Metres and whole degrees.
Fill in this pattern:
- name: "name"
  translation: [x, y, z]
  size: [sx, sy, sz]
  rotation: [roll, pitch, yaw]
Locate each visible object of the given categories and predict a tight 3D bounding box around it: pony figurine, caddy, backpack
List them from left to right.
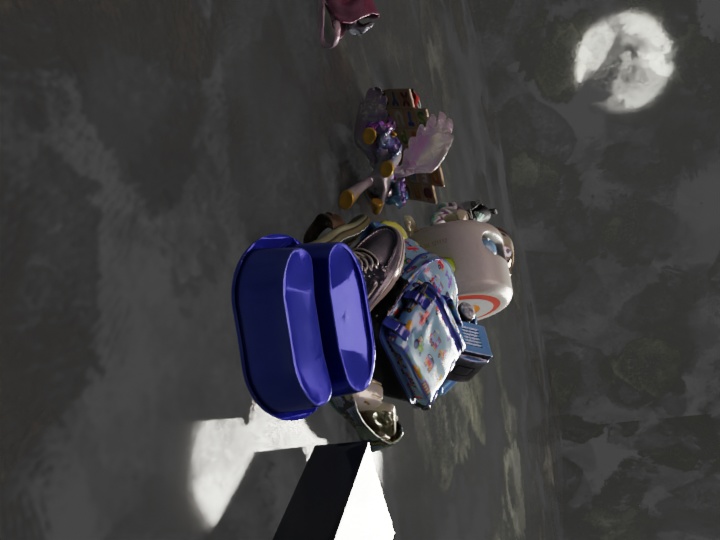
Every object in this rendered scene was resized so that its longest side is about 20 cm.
- name: "caddy"
  translation: [-0.066, 0.059, 0.875]
  size: [0.140, 0.104, 0.205]
  rotation: [-9, 90, -49]
- name: "pony figurine"
  translation: [0.042, -0.177, 1.280]
  size: [0.200, 0.164, 0.196]
  rotation: [-28, 140, -74]
- name: "backpack"
  translation: [0.076, 0.064, 1.155]
  size: [0.201, 0.133, 0.185]
  rotation: [-50, 134, -31]

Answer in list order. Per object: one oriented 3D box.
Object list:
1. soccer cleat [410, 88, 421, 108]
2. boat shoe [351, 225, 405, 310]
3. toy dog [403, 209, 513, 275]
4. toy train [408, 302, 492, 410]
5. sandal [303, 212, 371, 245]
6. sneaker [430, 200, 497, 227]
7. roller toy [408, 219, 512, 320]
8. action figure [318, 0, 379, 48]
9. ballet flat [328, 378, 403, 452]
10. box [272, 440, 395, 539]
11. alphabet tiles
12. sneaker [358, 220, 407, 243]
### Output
- name: "soccer cleat"
  translation: [0.095, -0.273, 1.571]
  size: [0.202, 0.067, 0.086]
  rotation: [-83, 152, -51]
- name: "boat shoe"
  translation: [0.000, 0.000, 1.037]
  size: [0.093, 0.073, 0.202]
  rotation: [84, 30, -55]
- name: "toy dog"
  translation: [0.193, -0.022, 1.536]
  size: [0.141, 0.196, 0.196]
  rotation: [-79, 153, -45]
- name: "toy train"
  translation: [0.122, 0.138, 1.281]
  size: [0.085, 0.201, 0.116]
  rotation: [16, 44, -26]
- name: "sandal"
  translation: [-0.045, -0.046, 1.038]
  size: [0.058, 0.080, 0.201]
  rotation: [48, 24, 6]
- name: "sneaker"
  translation: [0.234, -0.112, 1.795]
  size: [0.201, 0.137, 0.079]
  rotation: [-66, 142, -60]
- name: "roller toy"
  translation: [0.158, 0.002, 1.369]
  size: [0.201, 0.178, 0.143]
  rotation: [114, -28, -65]
- name: "action figure"
  translation: [-0.047, -0.451, 1.229]
  size: [0.148, 0.133, 0.203]
  rotation: [-34, 107, -23]
- name: "ballet flat"
  translation: [0.009, 0.179, 1.096]
  size: [0.201, 0.073, 0.075]
  rotation: [59, 28, -49]
- name: "box"
  translation: [-0.029, 0.310, 0.906]
  size: [0.201, 0.077, 0.144]
  rotation: [-61, 141, -61]
- name: "alphabet tiles"
  translation: [0.080, -0.215, 1.406]
  size: [0.006, 0.165, 0.204]
  rotation: [-26, 113, -26]
- name: "sneaker"
  translation: [0.031, 0.016, 1.261]
  size: [0.104, 0.075, 0.204]
  rotation: [20, 58, -52]
